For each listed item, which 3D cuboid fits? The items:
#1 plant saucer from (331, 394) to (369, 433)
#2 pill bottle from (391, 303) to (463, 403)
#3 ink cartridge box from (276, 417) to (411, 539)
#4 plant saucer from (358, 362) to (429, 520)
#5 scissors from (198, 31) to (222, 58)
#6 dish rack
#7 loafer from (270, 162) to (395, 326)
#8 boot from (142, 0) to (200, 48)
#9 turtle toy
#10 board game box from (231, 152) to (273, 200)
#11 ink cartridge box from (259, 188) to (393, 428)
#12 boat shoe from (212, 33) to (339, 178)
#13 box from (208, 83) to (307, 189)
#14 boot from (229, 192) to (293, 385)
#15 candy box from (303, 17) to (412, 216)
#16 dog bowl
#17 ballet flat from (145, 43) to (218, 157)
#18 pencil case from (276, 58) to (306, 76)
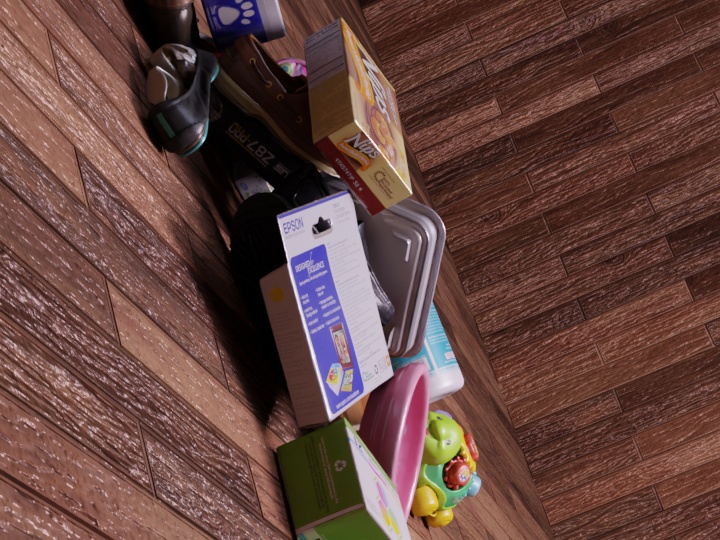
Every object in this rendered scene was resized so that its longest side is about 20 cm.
[{"bbox_3d":[0.012,0.203,1.871,0.200,0.037,0.201,-24,90,-82],"label":"plant saucer"},{"bbox_3d":[0.058,0.087,2.219,0.111,0.110,0.201,25,43,-78],"label":"pill bottle"},{"bbox_3d":[0.000,0.263,1.491,0.148,0.075,0.201,57,11,-49],"label":"ink cartridge box"},{"bbox_3d":[0.029,0.195,1.712,0.200,0.051,0.202,9,90,-79],"label":"plant saucer"},{"bbox_3d":[-0.128,-0.219,1.783,0.200,0.014,0.073,34,17,19],"label":"scissors"},{"bbox_3d":[0.000,0.000,1.805,0.044,0.171,0.201,-38,146,-51],"label":"dish rack"},{"bbox_3d":[-0.018,-0.025,1.733,0.201,0.070,0.068,54,-19,-21],"label":"loafer"},{"bbox_3d":[-0.216,-0.300,1.751,0.200,0.074,0.097,-109,-167,-55],"label":"boot"},{"bbox_3d":[0.096,0.239,2.081,0.200,0.101,0.146,49,19,-64],"label":"turtle toy"},{"bbox_3d":[-0.113,-0.114,1.935,0.200,0.034,0.135,-101,165,-54],"label":"board game box"},{"bbox_3d":[-0.036,0.033,1.582,0.198,0.047,0.201,-26,101,-67],"label":"ink cartridge box"},{"bbox_3d":[-0.070,-0.174,1.731,0.200,0.068,0.072,38,17,-19],"label":"boat shoe"},{"bbox_3d":[-0.117,-0.168,1.814,0.161,0.049,0.200,43,14,-13],"label":"box"},{"bbox_3d":[-0.067,0.020,1.698,0.158,0.079,0.212,-17,95,-75],"label":"boot"},{"bbox_3d":[-0.004,-0.164,1.702,0.116,0.055,0.200,51,19,-35],"label":"candy box"},{"bbox_3d":[-0.143,-0.341,1.752,0.200,0.078,0.201,164,-90,-90],"label":"dog bowl"},{"bbox_3d":[-0.180,-0.187,1.612,0.068,0.068,0.200,48,16,-26],"label":"ballet flat"},{"bbox_3d":[-0.089,-0.210,2.059,0.200,0.087,0.088,133,-65,-84],"label":"pencil case"}]
